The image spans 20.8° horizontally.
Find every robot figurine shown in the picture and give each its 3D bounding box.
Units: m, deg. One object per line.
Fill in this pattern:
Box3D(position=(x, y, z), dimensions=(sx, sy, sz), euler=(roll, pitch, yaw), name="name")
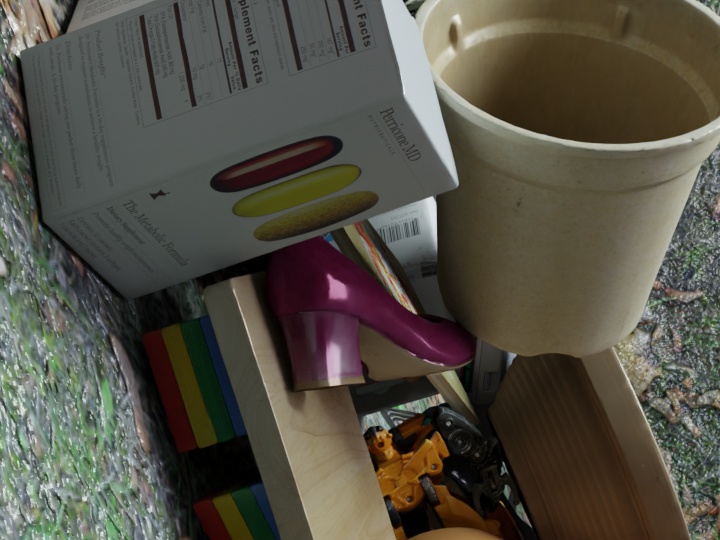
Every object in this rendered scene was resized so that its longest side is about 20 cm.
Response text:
Box3D(position=(0.046, 0.187, 1.328), dimensions=(0.201, 0.144, 0.058), euler=(64, -7, -19), name="robot figurine")

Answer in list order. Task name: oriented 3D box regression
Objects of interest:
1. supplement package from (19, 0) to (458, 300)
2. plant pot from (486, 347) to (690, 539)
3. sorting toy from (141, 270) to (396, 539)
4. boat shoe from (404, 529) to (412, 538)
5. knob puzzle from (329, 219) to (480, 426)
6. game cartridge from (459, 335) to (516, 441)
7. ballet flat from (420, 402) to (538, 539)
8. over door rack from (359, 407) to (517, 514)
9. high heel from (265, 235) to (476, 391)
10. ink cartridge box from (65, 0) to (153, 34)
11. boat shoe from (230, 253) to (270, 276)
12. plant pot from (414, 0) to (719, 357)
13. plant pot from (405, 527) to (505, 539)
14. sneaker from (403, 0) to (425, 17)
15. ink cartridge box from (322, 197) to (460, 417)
Box3D(position=(-0.064, -0.081, 1.046), dimensions=(0.114, 0.199, 0.110), euler=(51, 23, -61), name="supplement package")
Box3D(position=(0.146, 0.124, 1.342), dimensions=(0.201, 0.092, 0.202), euler=(158, -90, -89), name="plant pot")
Box3D(position=(-0.052, 0.105, 1.149), dimensions=(0.200, 0.069, 0.200), euler=(-15, 87, -80), name="sorting toy")
Box3D(position=(0.036, 0.208, 1.439), dimensions=(0.201, 0.068, 0.072), euler=(56, 26, -20), name="boat shoe")
Box3D(position=(0.000, 0.000, 1.323), dimensions=(0.220, 0.030, 0.220), euler=(57, 6, -10), name="knob puzzle")
Box3D(position=(0.102, 0.008, 1.409), dimensions=(0.130, 0.038, 0.201), euler=(-50, 149, -61), name="game cartridge")
Box3D(position=(0.084, 0.188, 1.402), dimensions=(0.201, 0.073, 0.073), euler=(61, 14, -24), name="ballet flat")
Box3D(position=(0.095, 0.181, 1.522), dimensions=(0.200, 0.147, 0.067), euler=(45, 66, -36), name="over door rack")
Box3D(position=(0.009, 0.018, 1.167), dimensions=(0.199, 0.067, 0.097), euler=(-3, 84, -55), name="high heel")
Box3D(position=(-0.090, -0.169, 1.205), dimensions=(0.200, 0.145, 0.084), euler=(-87, 157, -60), name="ink cartridge box")
Box3D(position=(-0.064, -0.028, 1.302), dimensions=(0.200, 0.072, 0.068), euler=(-39, 108, -81), name="boat shoe")
Box3D(position=(0.119, -0.056, 1.184), dimensions=(0.201, 0.199, 0.184), euler=(-95, -171, -51), name="plant pot")
Box3D(position=(0.071, 0.258, 1.244), dimensions=(0.201, 0.199, 0.140), euler=(66, -4, -28), name="plant pot")
Box3D(position=(0.016, -0.176, 1.172), dimensions=(0.200, 0.071, 0.080), euler=(-85, 152, -67), name="sneaker")
Box3D(position=(0.016, 0.038, 1.476), dimensions=(0.068, 0.115, 0.201), euler=(60, 17, -48), name="ink cartridge box")
